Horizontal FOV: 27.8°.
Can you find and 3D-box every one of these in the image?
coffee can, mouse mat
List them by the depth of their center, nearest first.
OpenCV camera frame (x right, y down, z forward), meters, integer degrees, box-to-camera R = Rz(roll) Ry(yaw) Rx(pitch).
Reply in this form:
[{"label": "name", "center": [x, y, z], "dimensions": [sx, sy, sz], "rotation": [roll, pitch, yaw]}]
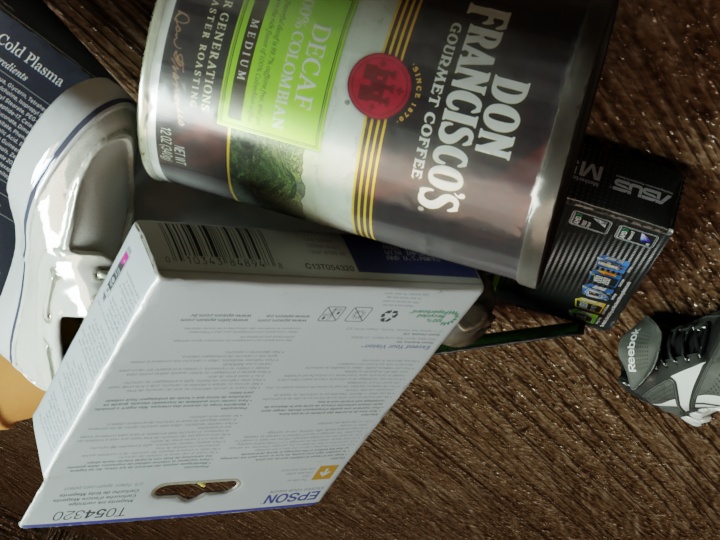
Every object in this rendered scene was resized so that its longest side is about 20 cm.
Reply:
[{"label": "coffee can", "center": [0.011, -0.088, 0.712], "dimensions": [0.199, 0.147, 0.146], "rotation": [15, 161, 9]}, {"label": "mouse mat", "center": [0.083, 0.052, 1.051], "dimensions": [0.160, 0.008, 0.200], "rotation": [-9, 180, 10]}]

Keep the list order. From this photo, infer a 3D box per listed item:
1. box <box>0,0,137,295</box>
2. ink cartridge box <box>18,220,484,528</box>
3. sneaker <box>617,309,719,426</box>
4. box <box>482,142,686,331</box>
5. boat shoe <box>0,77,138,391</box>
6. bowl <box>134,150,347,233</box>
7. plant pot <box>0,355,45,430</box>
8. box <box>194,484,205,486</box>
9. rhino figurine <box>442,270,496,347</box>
[{"label": "box", "center": [-0.241, -0.079, 0.800], "dimensions": [0.104, 0.182, 0.200], "rotation": [35, -173, -40]}, {"label": "ink cartridge box", "center": [-0.063, 0.057, 0.765], "dimensions": [0.196, 0.043, 0.200], "rotation": [2, 138, -37]}, {"label": "sneaker", "center": [0.232, 0.064, 1.041], "dimensions": [0.090, 0.067, 0.200], "rotation": [16, 163, 1]}, {"label": "box", "center": [0.091, -0.035, 0.933], "dimensions": [0.192, 0.048, 0.200], "rotation": [16, 160, 3]}, {"label": "boat shoe", "center": [-0.136, -0.005, 0.730], "dimensions": [0.070, 0.071, 0.200], "rotation": [41, 133, 19]}, {"label": "bowl", "center": [-0.081, -0.050, 0.839], "dimensions": [0.200, 0.201, 0.091], "rotation": [13, 127, 14]}, {"label": "plant pot", "center": [-0.283, 0.044, 1.302], "dimensions": [0.139, 0.201, 0.200], "rotation": [0, 160, -1]}, {"label": "box", "center": [-0.141, 0.046, 1.129], "dimensions": [0.049, 0.201, 0.160], "rotation": [8, 157, 32]}, {"label": "rhino figurine", "center": [0.000, 0.000, 0.958], "dimensions": [0.199, 0.060, 0.087], "rotation": [18, 171, 18]}]
